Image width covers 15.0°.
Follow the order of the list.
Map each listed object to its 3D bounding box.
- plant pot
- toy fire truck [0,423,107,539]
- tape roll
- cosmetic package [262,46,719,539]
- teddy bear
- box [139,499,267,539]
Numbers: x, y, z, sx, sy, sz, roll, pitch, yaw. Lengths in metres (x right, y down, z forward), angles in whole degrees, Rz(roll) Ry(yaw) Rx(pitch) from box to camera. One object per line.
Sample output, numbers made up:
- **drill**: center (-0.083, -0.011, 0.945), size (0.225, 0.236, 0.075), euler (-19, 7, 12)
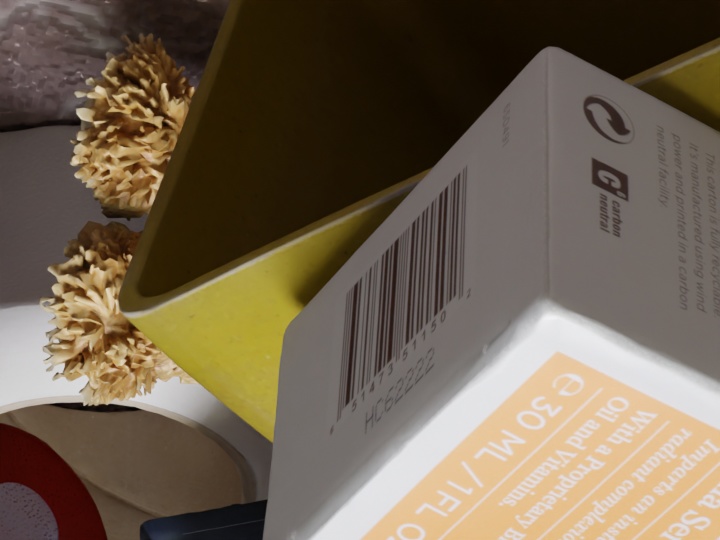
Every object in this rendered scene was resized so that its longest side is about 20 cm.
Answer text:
- **plant pot**: center (0.090, -0.022, 0.661), size (0.200, 0.200, 0.177), euler (-24, 119, 27)
- **toy fire truck**: center (-0.172, 0.063, 0.713), size (0.168, 0.201, 0.112), euler (-7, 157, -49)
- **tape roll**: center (-0.085, 0.043, 0.882), size (0.202, 0.071, 0.203), euler (0, 142, 0)
- **cosmetic package**: center (0.091, 0.049, 0.557), size (0.200, 0.071, 0.101), euler (25, 132, -20)
- **teddy bear**: center (0.000, 0.000, 0.782), size (0.200, 0.145, 0.067), euler (31, 155, -27)
- **box**: center (0.031, 0.136, 0.771), size (0.148, 0.200, 0.107), euler (-10, 106, -13)
